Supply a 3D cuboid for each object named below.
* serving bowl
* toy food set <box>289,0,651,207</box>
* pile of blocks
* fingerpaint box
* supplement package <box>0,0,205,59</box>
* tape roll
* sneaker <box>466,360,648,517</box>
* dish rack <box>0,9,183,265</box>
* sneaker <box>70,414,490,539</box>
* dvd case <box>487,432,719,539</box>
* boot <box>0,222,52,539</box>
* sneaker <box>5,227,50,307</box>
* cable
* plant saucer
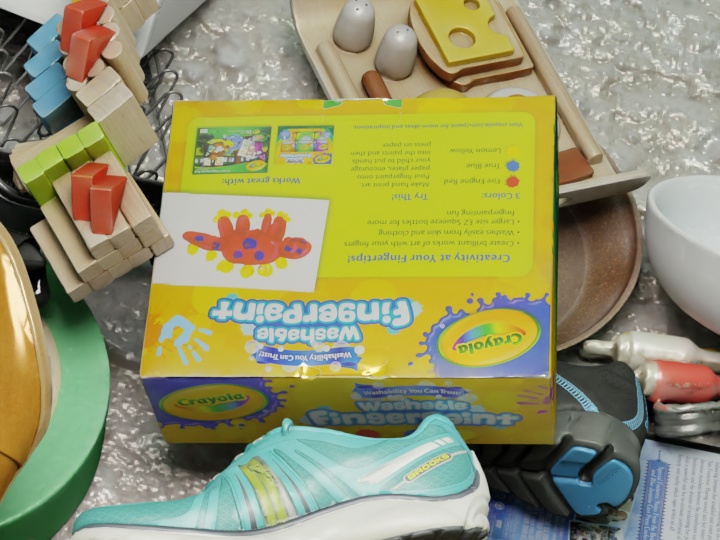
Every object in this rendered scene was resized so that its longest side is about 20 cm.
[{"bbox_3d":[0.248,0.011,1.285,0.199,0.066,0.200,12,17,-4],"label":"serving bowl"},{"bbox_3d":[0.060,-0.111,1.326,0.143,0.060,0.200,-13,58,-20],"label":"toy food set"},{"bbox_3d":[-0.144,-0.088,1.162,0.082,0.062,0.201,-10,61,8],"label":"pile of blocks"},{"bbox_3d":[0.000,0.000,1.170,0.199,0.073,0.167,-1,58,7],"label":"fingerpaint box"},{"bbox_3d":[-0.143,-0.237,1.318,0.150,0.152,0.200,21,23,4],"label":"supplement package"},{"bbox_3d":[-0.229,0.064,1.183,0.200,0.048,0.201,7,52,-8],"label":"tape roll"},{"bbox_3d":[0.051,0.078,1.210,0.199,0.073,0.082,8,41,13],"label":"sneaker"},{"bbox_3d":[-0.157,-0.092,1.285,0.153,0.055,0.200,12,46,-33],"label":"dish rack"},{"bbox_3d":[-0.040,0.114,1.097,0.199,0.078,0.080,-7,59,-9],"label":"sneaker"},{"bbox_3d":[0.158,0.143,1.205,0.199,0.018,0.143,11,44,4],"label":"dvd case"},{"bbox_3d":[-0.215,0.080,1.047,0.144,0.071,0.202,-6,92,-27],"label":"boot"},{"bbox_3d":[-0.221,0.044,1.119,0.111,0.077,0.200,17,44,12],"label":"sneaker"},{"bbox_3d":[0.223,0.057,1.272,0.199,0.050,0.097,-3,15,-9],"label":"cable"},{"bbox_3d":[0.060,-0.022,1.320,0.200,0.037,0.201,7,52,-8],"label":"plant saucer"}]
